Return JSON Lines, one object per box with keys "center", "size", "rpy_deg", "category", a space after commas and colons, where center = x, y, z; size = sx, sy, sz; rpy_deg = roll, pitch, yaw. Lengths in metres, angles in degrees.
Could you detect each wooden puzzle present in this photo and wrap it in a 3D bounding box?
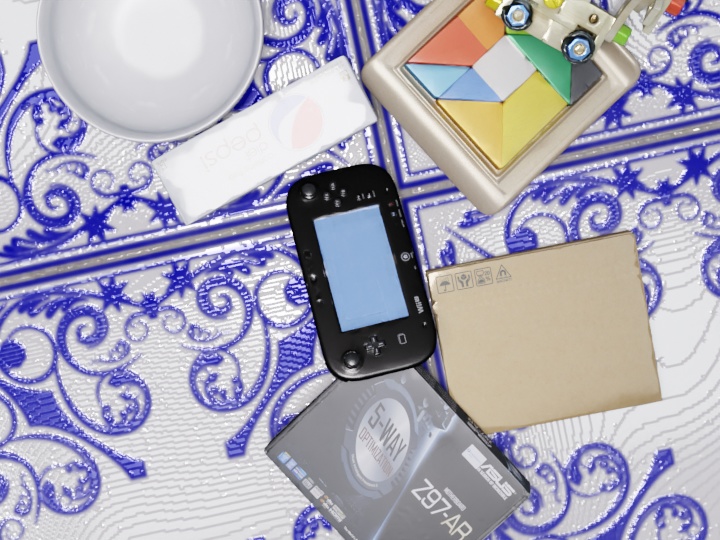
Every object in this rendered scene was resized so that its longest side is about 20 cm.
{"center": [0.129, -0.181, 1.235], "size": [0.200, 0.037, 0.185], "rpy_deg": [-43, 94, 4], "category": "wooden puzzle"}

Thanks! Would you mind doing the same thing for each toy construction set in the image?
{"center": [0.183, -0.258, 1.170], "size": [0.199, 0.092, 0.132], "rpy_deg": [32, 108, 10], "category": "toy construction set"}

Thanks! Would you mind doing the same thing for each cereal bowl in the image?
{"center": [-0.183, -0.213, 1.207], "size": [0.198, 0.083, 0.202], "rpy_deg": [0, 95, 0], "category": "cereal bowl"}

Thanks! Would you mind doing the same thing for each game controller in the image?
{"center": [0.000, 0.000, 1.217], "size": [0.104, 0.042, 0.201], "rpy_deg": [-16, 72, 3], "category": "game controller"}

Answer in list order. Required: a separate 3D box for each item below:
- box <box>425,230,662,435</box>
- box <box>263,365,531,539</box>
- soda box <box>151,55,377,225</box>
{"center": [0.172, 0.062, 1.265], "size": [0.198, 0.021, 0.165], "rpy_deg": [-11, 95, 0], "category": "box"}
{"center": [0.035, 0.183, 1.252], "size": [0.160, 0.044, 0.200], "rpy_deg": [-42, 90, 9], "category": "box"}
{"center": [-0.085, -0.118, 1.227], "size": [0.199, 0.064, 0.068], "rpy_deg": [-29, 95, 3], "category": "soda box"}
